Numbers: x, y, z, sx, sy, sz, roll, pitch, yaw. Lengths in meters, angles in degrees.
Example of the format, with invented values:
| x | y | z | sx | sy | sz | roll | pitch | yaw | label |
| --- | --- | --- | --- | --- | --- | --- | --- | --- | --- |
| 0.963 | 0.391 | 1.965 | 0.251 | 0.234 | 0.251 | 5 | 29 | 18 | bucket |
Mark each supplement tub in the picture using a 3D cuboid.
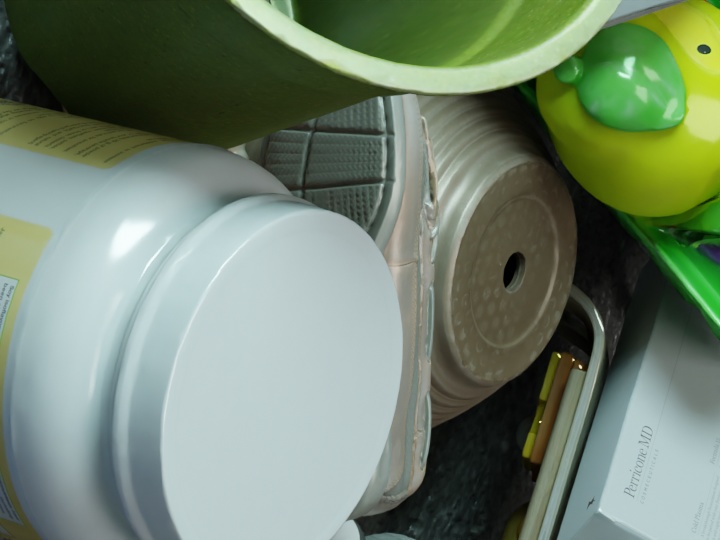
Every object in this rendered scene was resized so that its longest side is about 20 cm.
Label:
| x | y | z | sx | sy | sz | roll | pitch | yaw | label |
| --- | --- | --- | --- | --- | --- | --- | --- | --- | --- |
| -0.100 | 0.021 | 0.887 | 0.145 | 0.199 | 0.146 | -23 | 120 | -48 | supplement tub |

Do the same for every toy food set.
| x | y | z | sx | sy | sz | roll | pitch | yaw | label |
| --- | --- | --- | --- | --- | --- | --- | --- | --- | --- |
| 0.071 | 0.108 | 1.254 | 0.144 | 0.060 | 0.201 | 63 | 44 | -76 | toy food set |

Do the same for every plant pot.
| x | y | z | sx | sy | sz | roll | pitch | yaw | label |
| --- | --- | --- | --- | --- | --- | --- | --- | --- | --- |
| -0.034 | -0.123 | 0.893 | 0.199 | 0.190 | 0.201 | 10 | 68 | -27 | plant pot |
| 0.031 | -0.010 | 1.151 | 0.200 | 0.092 | 0.202 | -21 | 117 | -49 | plant pot |

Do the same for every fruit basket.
| x | y | z | sx | sy | sz | roll | pitch | yaw | label |
| --- | --- | --- | --- | --- | --- | --- | --- | --- | --- |
| 0.151 | -0.073 | 1.163 | 0.155 | 0.216 | 0.216 | -33 | 132 | -10 | fruit basket |

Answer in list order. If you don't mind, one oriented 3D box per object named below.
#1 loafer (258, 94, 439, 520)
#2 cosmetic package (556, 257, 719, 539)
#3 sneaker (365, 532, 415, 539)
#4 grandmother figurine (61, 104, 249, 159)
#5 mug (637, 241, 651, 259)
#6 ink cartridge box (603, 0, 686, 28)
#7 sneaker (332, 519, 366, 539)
| x | y | z | sx | sy | sz | roll | pitch | yaw | label |
| --- | --- | --- | --- | --- | --- | --- | --- | --- | --- |
| 0.000 | 0.000 | 1.061 | 0.063 | 0.072 | 0.201 | -1 | 94 | -55 | loafer |
| 0.184 | 0.088 | 1.222 | 0.052 | 0.150 | 0.200 | -51 | -169 | 44 | cosmetic package |
| -0.026 | 0.208 | 1.181 | 0.200 | 0.074 | 0.087 | -55 | 151 | -15 | sneaker |
| -0.076 | -0.013 | 1.034 | 0.121 | 0.060 | 0.201 | -38 | 128 | -29 | grandmother figurine |
| 0.216 | -0.037 | 1.369 | 0.175 | 0.148 | 0.201 | -18 | 146 | -41 | mug |
| 0.087 | -0.213 | 1.071 | 0.201 | 0.085 | 0.148 | 64 | 33 | -14 | ink cartridge box |
| -0.071 | 0.131 | 1.081 | 0.201 | 0.067 | 0.108 | -40 | 134 | -36 | sneaker |
